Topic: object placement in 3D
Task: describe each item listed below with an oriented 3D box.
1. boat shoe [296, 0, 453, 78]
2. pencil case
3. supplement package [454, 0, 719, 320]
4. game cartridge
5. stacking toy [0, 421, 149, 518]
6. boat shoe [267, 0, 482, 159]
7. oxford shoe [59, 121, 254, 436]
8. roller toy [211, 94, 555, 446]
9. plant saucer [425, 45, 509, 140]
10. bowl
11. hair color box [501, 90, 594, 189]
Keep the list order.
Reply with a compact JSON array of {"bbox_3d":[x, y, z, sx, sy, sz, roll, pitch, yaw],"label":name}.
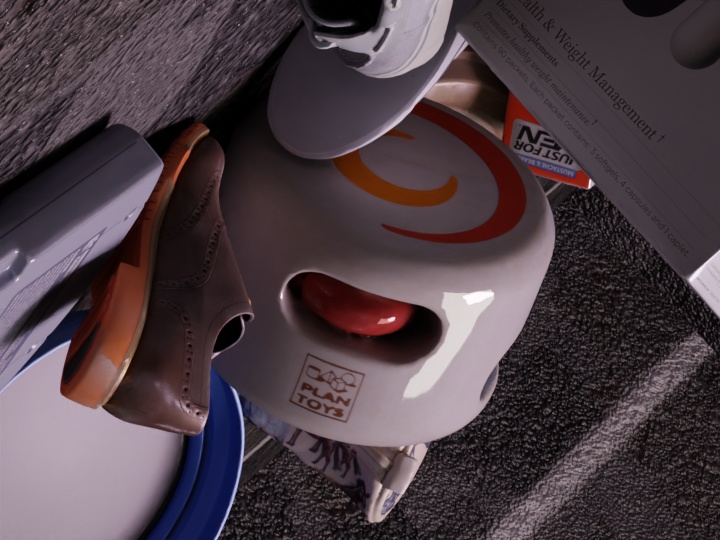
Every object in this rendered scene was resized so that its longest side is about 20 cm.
[{"bbox_3d":[0.004,-0.137,1.241,0.071,0.070,0.201,-21,169,-18],"label":"boat shoe"},{"bbox_3d":[-0.043,0.059,1.552,0.078,0.200,0.089,-57,168,15],"label":"pencil case"},{"bbox_3d":[0.195,-0.105,1.350,0.200,0.191,0.147,-43,153,4],"label":"supplement package"},{"bbox_3d":[-0.167,0.015,1.235,0.133,0.041,0.200,-34,170,-44],"label":"game cartridge"},{"bbox_3d":[-0.215,0.121,1.506,0.200,0.085,0.085,-36,172,-28],"label":"stacking toy"},{"bbox_3d":[0.034,-0.134,1.392,0.200,0.074,0.065,-44,171,10],"label":"boat shoe"},{"bbox_3d":[-0.088,0.006,1.303,0.071,0.073,0.201,-52,-164,40],"label":"oxford shoe"},{"bbox_3d":[0.000,0.000,1.458,0.199,0.183,0.140,-10,134,-39],"label":"roller toy"},{"bbox_3d":[0.021,-0.052,1.603,0.199,0.030,0.201,-20,139,-18],"label":"plant saucer"},{"bbox_3d":[-0.155,0.114,1.476,0.200,0.039,0.202,-19,123,-32],"label":"bowl"},{"bbox_3d":[0.140,-0.161,1.560,0.111,0.064,0.201,-36,137,-58],"label":"hair color box"}]
